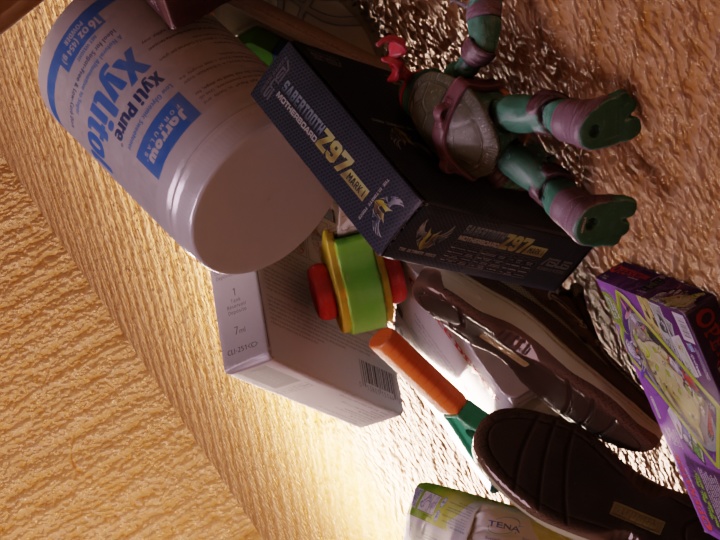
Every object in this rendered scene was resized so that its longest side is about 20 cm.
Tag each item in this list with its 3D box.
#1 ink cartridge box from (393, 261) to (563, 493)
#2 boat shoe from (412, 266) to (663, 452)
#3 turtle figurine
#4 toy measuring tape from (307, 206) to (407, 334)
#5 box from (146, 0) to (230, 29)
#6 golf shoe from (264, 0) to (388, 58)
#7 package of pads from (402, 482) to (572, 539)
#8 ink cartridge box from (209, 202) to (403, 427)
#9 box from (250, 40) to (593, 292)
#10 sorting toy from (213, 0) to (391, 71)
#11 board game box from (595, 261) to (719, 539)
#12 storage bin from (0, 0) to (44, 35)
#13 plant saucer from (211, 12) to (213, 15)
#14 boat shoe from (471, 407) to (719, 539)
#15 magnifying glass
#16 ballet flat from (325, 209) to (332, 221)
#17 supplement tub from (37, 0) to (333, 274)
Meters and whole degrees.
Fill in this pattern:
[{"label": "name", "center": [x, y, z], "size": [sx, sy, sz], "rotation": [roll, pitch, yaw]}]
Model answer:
[{"label": "ink cartridge box", "center": [0.097, 0.060, 1.657], "size": [0.147, 0.086, 0.200], "rotation": [55, 164, 18]}, {"label": "boat shoe", "center": [0.135, 0.041, 1.510], "size": [0.202, 0.075, 0.075], "rotation": [38, 160, -11]}, {"label": "turtle figurine", "center": [0.086, -0.095, 1.357], "size": [0.200, 0.101, 0.150], "rotation": [37, 154, 45]}, {"label": "toy measuring tape", "center": [0.000, 0.000, 1.558], "size": [0.074, 0.074, 0.200], "rotation": [56, 168, 12]}, {"label": "box", "center": [-0.123, -0.304, 1.498], "size": [0.200, 0.164, 0.166], "rotation": [48, 163, 41]}, {"label": "golf shoe", "center": [-0.052, -0.182, 1.654], "size": [0.200, 0.097, 0.078], "rotation": [53, 163, 18]}, {"label": "package of pads", "center": [0.144, 0.219, 1.649], "size": [0.200, 0.068, 0.154], "rotation": [17, 177, -15]}, {"label": "ink cartridge box", "center": [-0.043, 0.011, 1.656], "size": [0.200, 0.045, 0.177], "rotation": [29, -132, -57]}, {"label": "box", "center": [0.043, -0.064, 1.427], "size": [0.200, 0.051, 0.158], "rotation": [11, -145, -51]}, {"label": "sorting toy", "center": [-0.031, -0.118, 1.622], "size": [0.185, 0.037, 0.200], "rotation": [27, 158, 7]}, {"label": "board game box", "center": [0.221, 0.094, 1.408], "size": [0.120, 0.032, 0.200], "rotation": [19, 138, 63]}, {"label": "storage bin", "center": [-0.298, -0.250, 1.483], "size": [0.094, 0.199, 0.200], "rotation": [23, 145, 41]}, {"label": "plant saucer", "center": [-0.074, -0.159, 1.772], "size": [0.200, 0.037, 0.200], "rotation": [45, -179, -1]}, {"label": "boat shoe", "center": [0.166, 0.164, 1.540], "size": [0.200, 0.072, 0.076], "rotation": [30, 168, 9]}, {"label": "magnifying glass", "center": [0.080, 0.111, 1.584], "size": [0.200, 0.022, 0.080], "rotation": [45, 157, -22]}, {"label": "ballet flat", "center": [-0.053, -0.045, 1.727], "size": [0.072, 0.200, 0.072], "rotation": [10, 108, 31]}, {"label": "supplement tub", "center": [-0.119, -0.104, 1.521], "size": [0.200, 0.132, 0.132], "rotation": [43, 160, 35]}]
